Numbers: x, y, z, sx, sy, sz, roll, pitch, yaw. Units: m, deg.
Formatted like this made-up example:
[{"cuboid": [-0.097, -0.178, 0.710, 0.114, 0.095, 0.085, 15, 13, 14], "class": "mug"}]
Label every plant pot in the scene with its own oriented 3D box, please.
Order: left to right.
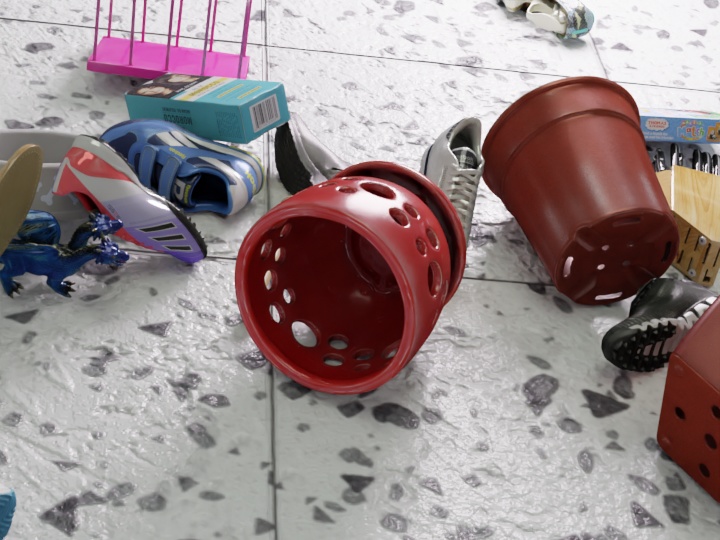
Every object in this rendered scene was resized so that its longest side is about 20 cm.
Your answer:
[{"cuboid": [0.000, 0.000, 1.403, 0.199, 0.202, 0.182, 23, 29, 17], "class": "plant pot"}, {"cuboid": [0.258, -0.080, 1.586, 0.199, 0.202, 0.196, -3, 46, -17], "class": "plant pot"}, {"cuboid": [0.398, 0.127, 1.344, 0.175, 0.201, 0.200, -25, 48, -22], "class": "plant pot"}]

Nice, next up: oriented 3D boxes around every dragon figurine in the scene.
[{"cuboid": [-0.333, -0.023, 1.413, 0.198, 0.100, 0.059, 6, 53, -10], "class": "dragon figurine"}]

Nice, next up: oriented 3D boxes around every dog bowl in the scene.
[{"cuboid": [-0.355, -0.107, 1.513, 0.198, 0.059, 0.200, 6, 17, -2], "class": "dog bowl"}]

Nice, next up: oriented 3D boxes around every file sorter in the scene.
[{"cuboid": [-0.238, -0.320, 1.800, 0.198, 0.126, 0.139, 7, 23, -4], "class": "file sorter"}]

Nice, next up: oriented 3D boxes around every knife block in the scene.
[{"cuboid": [0.418, -0.078, 1.714, 0.174, 0.064, 0.200, -16, 43, -31], "class": "knife block"}]

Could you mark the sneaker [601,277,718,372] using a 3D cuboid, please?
[{"cuboid": [0.318, 0.053, 1.517, 0.199, 0.067, 0.090, -14, 40, -36], "class": "sneaker"}]

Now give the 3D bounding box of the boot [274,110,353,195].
[{"cuboid": [-0.019, -0.115, 1.665, 0.131, 0.070, 0.201, -6, 50, -25], "class": "boot"}]

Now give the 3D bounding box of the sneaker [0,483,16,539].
[{"cuboid": [-0.371, 0.211, 1.122, 0.199, 0.077, 0.081, -20, 44, -37], "class": "sneaker"}]

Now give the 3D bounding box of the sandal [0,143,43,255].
[{"cuboid": [-0.378, -0.033, 1.346, 0.069, 0.213, 0.078, 22, 6, 16], "class": "sandal"}]

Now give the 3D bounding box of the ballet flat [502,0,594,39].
[{"cuboid": [0.261, -0.408, 2.118, 0.199, 0.075, 0.074, 34, 42, 31], "class": "ballet flat"}]

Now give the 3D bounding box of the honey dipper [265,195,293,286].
[{"cuboid": [-0.093, -0.012, 1.524, 0.038, 0.038, 0.201, 13, 39, 4], "class": "honey dipper"}]

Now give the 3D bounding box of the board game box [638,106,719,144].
[{"cuboid": [0.396, -0.192, 1.837, 0.198, 0.037, 0.151, 1, 12, -12], "class": "board game box"}]

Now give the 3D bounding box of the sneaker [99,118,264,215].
[{"cuboid": [-0.212, -0.116, 1.602, 0.198, 0.074, 0.082, 14, 38, 6], "class": "sneaker"}]

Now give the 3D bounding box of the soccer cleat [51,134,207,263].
[{"cuboid": [-0.240, -0.057, 1.465, 0.068, 0.200, 0.074, 13, 65, 46], "class": "soccer cleat"}]

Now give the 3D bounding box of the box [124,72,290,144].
[{"cuboid": [-0.184, -0.196, 1.675, 0.199, 0.050, 0.082, 11, 32, 38], "class": "box"}]

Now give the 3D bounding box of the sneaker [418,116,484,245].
[{"cuboid": [0.101, -0.083, 1.588, 0.076, 0.080, 0.201, 19, 57, -22], "class": "sneaker"}]
